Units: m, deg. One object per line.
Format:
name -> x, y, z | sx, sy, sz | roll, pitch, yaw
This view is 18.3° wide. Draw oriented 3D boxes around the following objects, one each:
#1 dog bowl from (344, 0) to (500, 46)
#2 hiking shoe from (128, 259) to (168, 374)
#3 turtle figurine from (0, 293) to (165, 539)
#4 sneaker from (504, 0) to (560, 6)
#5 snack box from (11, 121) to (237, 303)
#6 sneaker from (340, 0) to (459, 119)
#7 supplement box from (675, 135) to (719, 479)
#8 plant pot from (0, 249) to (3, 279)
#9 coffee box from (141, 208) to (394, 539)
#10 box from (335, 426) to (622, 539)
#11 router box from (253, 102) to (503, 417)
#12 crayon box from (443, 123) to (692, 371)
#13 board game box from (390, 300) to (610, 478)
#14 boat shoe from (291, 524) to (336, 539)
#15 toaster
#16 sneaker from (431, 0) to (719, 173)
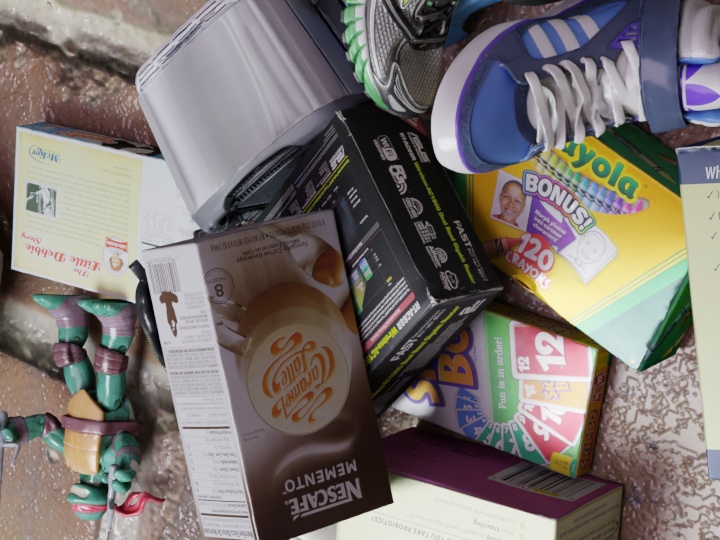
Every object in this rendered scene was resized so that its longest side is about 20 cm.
dog bowl -> 0.065, -0.221, 1.486 | 0.199, 0.049, 0.112 | -26, 84, 35
hiking shoe -> -0.100, 0.080, 1.572 | 0.076, 0.101, 0.200 | -43, 73, 4
turtle figurine -> -0.217, 0.121, 1.729 | 0.149, 0.101, 0.202 | 3, 91, 28
sneaker -> 0.155, -0.255, 1.394 | 0.199, 0.075, 0.116 | -29, 72, 12
snack box -> -0.182, -0.039, 1.707 | 0.199, 0.037, 0.117 | 14, 107, 32
sneaker -> 0.043, -0.194, 1.429 | 0.085, 0.078, 0.201 | 17, 109, 31
supplement box -> 0.309, 0.013, 1.311 | 0.199, 0.134, 0.201 | -1, 99, 35
plant pot -> -0.362, 0.000, 1.770 | 0.134, 0.200, 0.200 | -43, 72, -4
coffee box -> -0.060, 0.071, 1.473 | 0.080, 0.114, 0.201 | -6, 97, 56
box -> 0.077, 0.231, 1.547 | 0.175, 0.096, 0.201 | 12, 106, 33
router box -> 0.000, 0.000, 1.517 | 0.200, 0.062, 0.151 | -49, 60, 51
crayon box -> 0.143, -0.042, 1.463 | 0.200, 0.058, 0.119 | 37, 120, 24
board game box -> 0.077, 0.066, 1.555 | 0.199, 0.030, 0.096 | 20, 111, 33
boat shoe -> -0.051, 0.133, 1.641 | 0.072, 0.061, 0.202 | -37, 78, 4
toaster -> -0.072, -0.117, 1.569 | 0.200, 0.113, 0.130 | -38, 74, 36
sneaker -> 0.153, -0.114, 1.356 | 0.146, 0.200, 0.081 | 10, 123, 40
